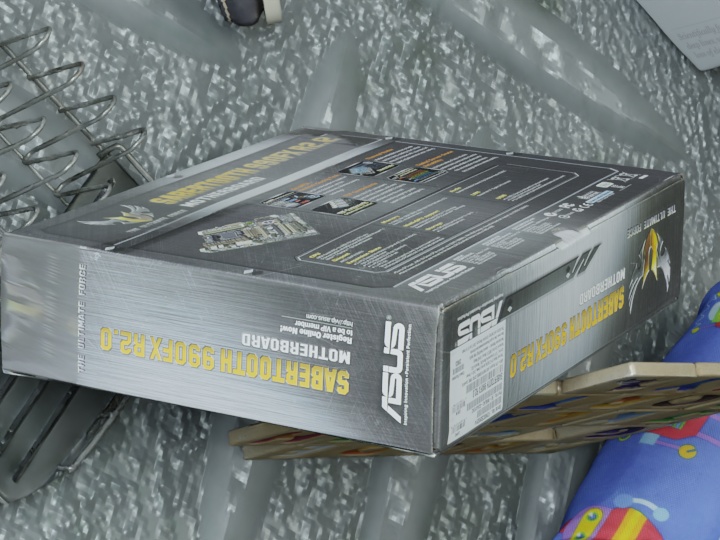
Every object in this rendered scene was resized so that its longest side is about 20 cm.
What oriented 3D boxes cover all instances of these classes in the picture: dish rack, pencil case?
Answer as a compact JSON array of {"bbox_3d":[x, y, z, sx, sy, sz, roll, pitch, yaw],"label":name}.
[{"bbox_3d":[-0.135,-0.028,0.842,0.200,0.054,0.154,48,53,-23],"label":"dish rack"},{"bbox_3d":[0.138,0.090,1.042,0.200,0.078,0.087,-52,130,-38],"label":"pencil case"}]

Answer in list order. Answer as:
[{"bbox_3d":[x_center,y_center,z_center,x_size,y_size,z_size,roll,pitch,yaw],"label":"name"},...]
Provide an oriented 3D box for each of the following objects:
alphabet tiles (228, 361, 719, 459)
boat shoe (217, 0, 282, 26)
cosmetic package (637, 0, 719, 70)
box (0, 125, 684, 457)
[{"bbox_3d":[0.059,0.051,0.920,0.199,0.167,0.008,2,77,-42],"label":"alphabet tiles"},{"bbox_3d":[-0.086,-0.176,0.937,0.063,0.073,0.201,-23,104,0],"label":"boat shoe"},{"bbox_3d":[0.212,-0.183,1.133,0.074,0.102,0.200,47,68,-16],"label":"cosmetic package"},{"bbox_3d":[0.000,0.000,0.852,0.200,0.158,0.049,-26,120,-59],"label":"box"}]
